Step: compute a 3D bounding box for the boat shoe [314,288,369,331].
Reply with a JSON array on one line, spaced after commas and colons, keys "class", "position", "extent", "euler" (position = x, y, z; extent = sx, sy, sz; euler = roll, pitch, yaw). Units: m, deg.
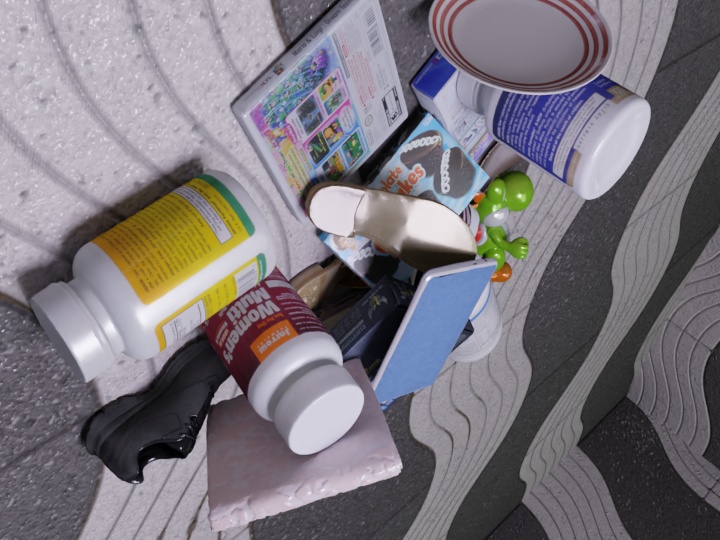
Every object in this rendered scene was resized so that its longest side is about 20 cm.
[{"class": "boat shoe", "position": [-0.061, 0.086, 1.018], "extent": [0.197, 0.065, 0.072], "euler": [-26, 145, -6]}]

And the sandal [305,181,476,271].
[{"class": "sandal", "position": [0.033, -0.060, 0.895], "extent": [0.207, 0.070, 0.079], "euler": [16, 106, -20]}]

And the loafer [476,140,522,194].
[{"class": "loafer", "position": [0.218, -0.188, 1.115], "extent": [0.202, 0.071, 0.073], "euler": [-54, 152, 4]}]

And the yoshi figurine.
[{"class": "yoshi figurine", "position": [0.226, -0.079, 1.232], "extent": [0.113, 0.111, 0.202], "euler": [-53, 154, -31]}]

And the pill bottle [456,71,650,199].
[{"class": "pill bottle", "position": [0.207, -0.181, 0.875], "extent": [0.119, 0.199, 0.121], "euler": [-35, 148, -26]}]

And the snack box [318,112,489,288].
[{"class": "snack box", "position": [0.054, -0.077, 0.962], "extent": [0.116, 0.037, 0.201], "euler": [40, 87, -19]}]

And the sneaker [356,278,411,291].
[{"class": "sneaker", "position": [0.001, 0.074, 1.082], "extent": [0.199, 0.076, 0.112], "euler": [-42, 157, -27]}]

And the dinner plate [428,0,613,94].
[{"class": "dinner plate", "position": [0.168, -0.249, 0.832], "extent": [0.199, 0.200, 0.025], "euler": [-35, 153, -27]}]

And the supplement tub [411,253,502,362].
[{"class": "supplement tub", "position": [0.150, 0.053, 1.230], "extent": [0.132, 0.131, 0.200], "euler": [-47, 153, -7]}]

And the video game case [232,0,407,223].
[{"class": "video game case", "position": [-0.032, -0.166, 0.818], "extent": [0.182, 0.024, 0.201], "euler": [-46, 153, -11]}]

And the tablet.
[{"class": "tablet", "position": [0.080, 0.073, 0.916], "extent": [0.128, 0.014, 0.203], "euler": [-10, 135, -43]}]

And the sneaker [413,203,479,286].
[{"class": "sneaker", "position": [0.106, -0.026, 1.108], "extent": [0.086, 0.079, 0.204], "euler": [48, 49, -49]}]

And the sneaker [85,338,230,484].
[{"class": "sneaker", "position": [-0.199, 0.157, 0.868], "extent": [0.199, 0.090, 0.077], "euler": [-40, 150, -23]}]

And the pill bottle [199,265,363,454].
[{"class": "pill bottle", "position": [-0.086, 0.085, 0.823], "extent": [0.108, 0.200, 0.111], "euler": [-25, 142, -22]}]

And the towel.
[{"class": "towel", "position": [-0.070, 0.182, 0.844], "extent": [0.195, 0.192, 0.033], "euler": [-17, 118, -5]}]

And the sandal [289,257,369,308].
[{"class": "sandal", "position": [0.000, 0.004, 1.011], "extent": [0.210, 0.069, 0.079], "euler": [-35, 149, -29]}]

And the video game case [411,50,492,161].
[{"class": "video game case", "position": [0.161, -0.251, 0.984], "extent": [0.201, 0.045, 0.181], "euler": [-51, 151, -3]}]

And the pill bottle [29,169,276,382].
[{"class": "pill bottle", "position": [-0.181, 0.006, 0.696], "extent": [0.199, 0.112, 0.114], "euler": [-37, 149, -26]}]

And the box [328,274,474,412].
[{"class": "box", "position": [0.025, 0.104, 0.991], "extent": [0.156, 0.052, 0.200], "euler": [21, 123, -43]}]
